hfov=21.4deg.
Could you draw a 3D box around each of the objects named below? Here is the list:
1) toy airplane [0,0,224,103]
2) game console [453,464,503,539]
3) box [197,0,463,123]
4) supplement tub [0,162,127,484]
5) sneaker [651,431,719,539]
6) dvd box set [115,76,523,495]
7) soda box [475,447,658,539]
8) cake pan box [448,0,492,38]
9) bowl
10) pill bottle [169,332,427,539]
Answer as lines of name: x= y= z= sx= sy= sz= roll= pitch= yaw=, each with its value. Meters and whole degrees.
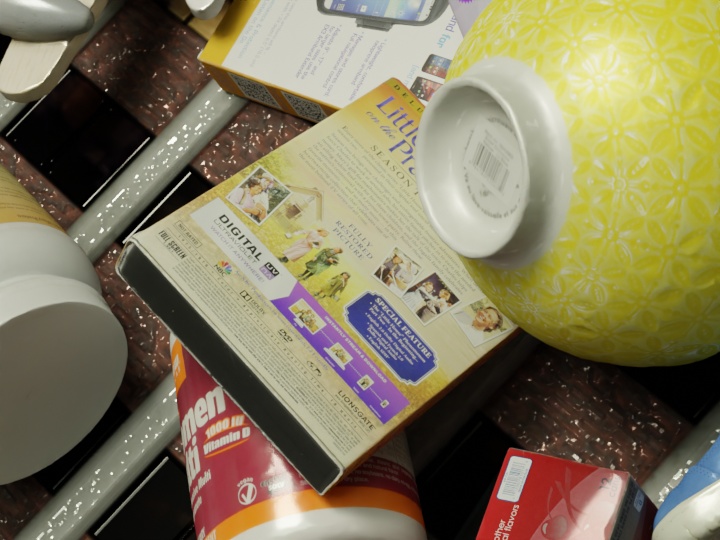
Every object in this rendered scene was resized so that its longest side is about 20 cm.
toy airplane: x=-0.153 y=-0.213 z=1.102 sx=0.199 sy=0.141 sz=0.200 roll=-35 pitch=45 yaw=14
game console: x=0.090 y=0.201 z=0.876 sx=0.177 sy=0.031 sz=0.200 roll=26 pitch=76 yaw=36
box: x=0.019 y=-0.131 z=1.071 sx=0.200 sy=0.041 sz=0.119 roll=23 pitch=74 yaw=28
supplement tub: x=-0.231 y=0.008 z=1.037 sx=0.145 sy=0.145 sz=0.200 roll=-44 pitch=56 yaw=-4
sneaker: x=0.193 y=0.046 z=0.873 sx=0.200 sy=0.077 sz=0.111 roll=-35 pitch=61 yaw=-8
dvd box set: x=0.000 y=0.000 z=0.919 sx=0.146 sy=0.029 sz=0.200 roll=46 pitch=48 yaw=8
soda box: x=0.071 y=0.184 z=0.832 sx=0.063 sy=0.070 sz=0.200 roll=10 pitch=66 yaw=32
cake pan box: x=0.138 y=-0.115 z=0.917 sx=0.200 sy=0.052 sz=0.184 roll=-32 pitch=72 yaw=46
bowl: x=0.089 y=-0.050 z=0.847 sx=0.200 sy=0.108 sz=0.201 roll=14 pitch=107 yaw=54
pill bottle: x=-0.036 y=0.064 z=0.948 sx=0.109 sy=0.110 sz=0.200 roll=-20 pitch=58 yaw=12
